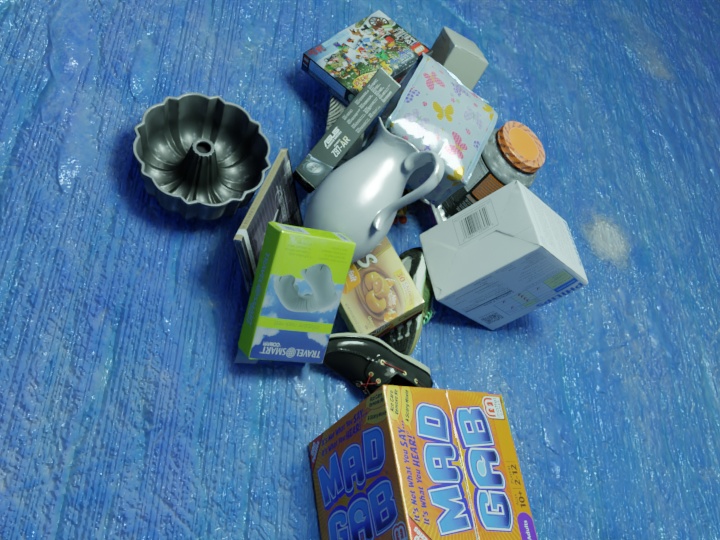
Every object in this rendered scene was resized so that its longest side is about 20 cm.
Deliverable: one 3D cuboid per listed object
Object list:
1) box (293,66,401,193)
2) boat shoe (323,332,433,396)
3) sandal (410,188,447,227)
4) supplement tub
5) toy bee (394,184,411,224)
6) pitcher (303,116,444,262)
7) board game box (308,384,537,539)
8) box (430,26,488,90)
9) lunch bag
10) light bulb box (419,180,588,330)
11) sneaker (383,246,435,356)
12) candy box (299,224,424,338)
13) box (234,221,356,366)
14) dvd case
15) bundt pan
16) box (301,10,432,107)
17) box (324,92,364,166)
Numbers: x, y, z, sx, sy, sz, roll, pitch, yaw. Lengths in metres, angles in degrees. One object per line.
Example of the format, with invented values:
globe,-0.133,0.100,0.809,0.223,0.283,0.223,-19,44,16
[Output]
box,-0.026,-0.211,1.355,0.043,0.160,0.201,40,88,-7
boat shoe,0.024,0.149,1.281,0.199,0.074,0.064,26,40,-26
sandal,0.107,-0.128,1.549,0.049,0.083,0.206,-24,63,0
supplement tub,0.230,-0.166,1.566,0.120,0.200,0.125,20,50,-25
toy bee,0.054,-0.139,1.492,0.129,0.110,0.201,24,60,32
pitcher,0.020,-0.103,1.251,0.121,0.201,0.171,41,-4,-37
board game box,0.074,0.287,1.133,0.196,0.200,0.204,8,56,-32
box,0.140,-0.324,1.594,0.076,0.202,0.096,19,28,-24
lunch bag,0.121,-0.235,1.426,0.168,0.127,0.202,35,60,-12
light bulb box,0.235,-0.018,1.433,0.199,0.196,0.127,27,43,-51
sneaker,0.094,0.062,1.406,0.088,0.076,0.203,39,47,-33
candy box,0.000,0.000,1.333,0.114,0.056,0.202,-26,70,-12
box,-0.090,0.044,1.189,0.120,0.205,0.048,7,16,-33
dvd case,-0.129,-0.054,1.270,0.016,0.151,0.202,5,45,15
bundt pan,-0.231,-0.156,1.271,0.197,0.076,0.206,8,57,-13
box,0.013,-0.365,1.523,0.136,0.038,0.199,40,56,18
box,-0.023,-0.279,1.526,0.067,0.083,0.203,9,51,-4
